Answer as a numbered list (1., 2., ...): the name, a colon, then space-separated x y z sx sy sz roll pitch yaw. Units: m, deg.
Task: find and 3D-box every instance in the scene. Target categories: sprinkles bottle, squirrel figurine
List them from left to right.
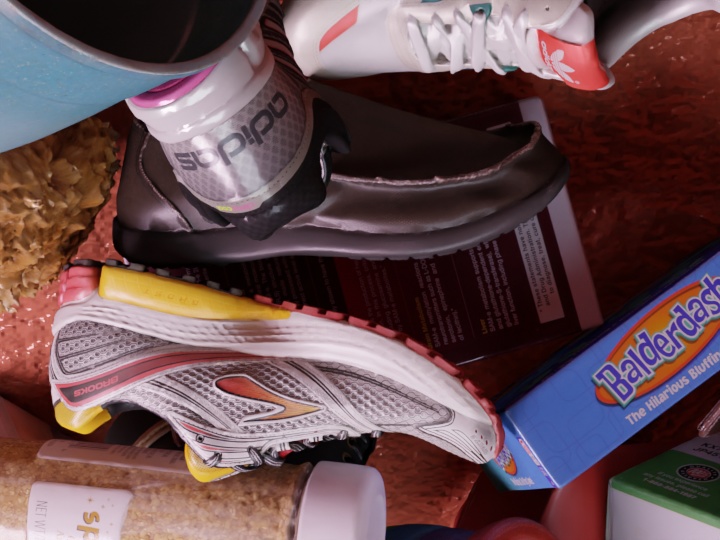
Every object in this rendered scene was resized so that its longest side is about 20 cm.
1. squirrel figurine: -0.196 -0.006 1.117 0.199 0.142 0.187 -14 148 6
2. sprinkles bottle: -0.091 0.111 1.162 0.199 0.068 0.068 5 143 12

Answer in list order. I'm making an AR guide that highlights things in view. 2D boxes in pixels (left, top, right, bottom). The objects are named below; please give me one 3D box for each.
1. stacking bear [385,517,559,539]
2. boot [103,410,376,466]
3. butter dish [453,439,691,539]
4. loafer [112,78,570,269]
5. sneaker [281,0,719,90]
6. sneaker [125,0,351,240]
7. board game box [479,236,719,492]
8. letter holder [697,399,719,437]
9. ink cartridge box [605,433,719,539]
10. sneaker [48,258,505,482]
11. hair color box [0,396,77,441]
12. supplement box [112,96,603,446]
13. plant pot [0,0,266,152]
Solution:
1. stacking bear: 0.002 0.183 1.280 0.200 0.114 0.121 -11 147 39
2. boot: -0.003 0.094 1.251 0.200 0.138 0.078 -27 141 -16
3. butter dish: 0.109 0.162 1.400 0.200 0.148 0.200 2 110 -44
4. loafer: -0.012 -0.045 1.114 0.199 0.073 0.072 -6 107 5
5. sneaker: 0.061 -0.112 1.086 0.199 0.094 0.070 -19 141 7
6. sneaker: -0.049 -0.063 1.037 0.074 0.200 0.088 -30 106 3
7. board game box: 0.124 0.041 1.209 0.152 0.045 0.200 -36 178 -7
8. letter holder: 0.275 0.047 1.264 0.200 0.101 0.142 -22 157 -44
9. ink cartridge box: 0.239 0.126 1.298 0.200 0.146 0.083 -20 117 -40
10. sneaker: -0.037 0.055 1.120 0.199 0.082 0.078 12 173 7
11. hair color box: -0.150 0.146 1.331 0.065 0.110 0.200 -30 139 21
12. supplement box: 0.000 0.000 1.188 0.199 0.109 0.061 -15 180 4
13. plant pot: -0.165 -0.123 0.947 0.188 0.201 0.200 -27 140 35
